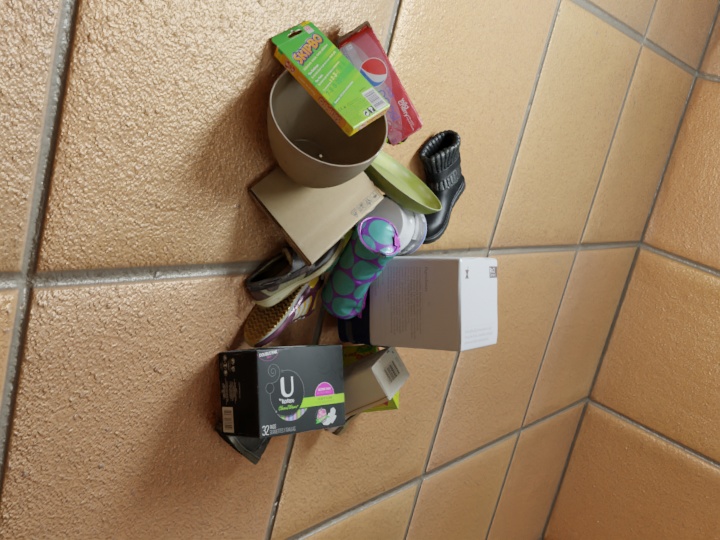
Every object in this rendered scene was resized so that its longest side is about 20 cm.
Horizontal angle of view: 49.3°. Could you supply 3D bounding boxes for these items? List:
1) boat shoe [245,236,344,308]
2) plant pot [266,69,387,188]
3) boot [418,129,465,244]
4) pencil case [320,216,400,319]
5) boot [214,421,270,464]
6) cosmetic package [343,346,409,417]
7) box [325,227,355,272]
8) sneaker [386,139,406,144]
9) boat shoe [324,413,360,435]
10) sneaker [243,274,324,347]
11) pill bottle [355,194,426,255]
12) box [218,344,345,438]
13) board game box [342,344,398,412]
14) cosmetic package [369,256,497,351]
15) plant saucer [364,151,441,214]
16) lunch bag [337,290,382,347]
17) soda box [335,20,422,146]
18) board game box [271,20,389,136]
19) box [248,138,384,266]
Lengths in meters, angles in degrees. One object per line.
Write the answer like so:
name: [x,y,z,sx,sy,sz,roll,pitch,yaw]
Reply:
boat shoe: [-0.115,-0.014,1.386,0.199,0.073,0.065,-41,134,-6]
plant pot: [-0.069,-0.214,1.287,0.199,0.201,0.135,-38,169,-35]
boot: [0.159,-0.181,1.688,0.214,0.078,0.159,-62,155,-26]
pencil case: [0.000,0.000,1.421,0.086,0.091,0.201,-74,-169,-46]
boot: [-0.177,0.256,1.493,0.201,0.072,0.183,-51,156,-13]
cosmetic package: [-0.013,0.227,1.518,0.074,0.198,0.103,58,36,-4]
box: [-0.060,-0.104,1.464,0.117,0.048,0.203,-45,138,-30]
sneaker: [0.037,-0.332,1.460,0.077,0.074,0.202,-83,158,-46]
boat shoe: [-0.034,0.271,1.644,0.202,0.067,0.075,-59,-162,32]
sneaker: [-0.131,0.074,1.446,0.201,0.074,0.091,-51,143,-19]
pill bottle: [0.059,-0.087,1.529,0.116,0.112,0.200,-69,166,5]
box: [-0.138,0.213,1.406,0.197,0.123,0.153,1,84,-43]
board game box: [0.013,0.238,1.711,0.202,0.099,0.048,66,21,-47]
cosmetic package: [0.139,0.058,1.488,0.163,0.196,0.170,-2,92,-56]
plant saucer: [0.068,-0.167,1.486,0.031,0.201,0.198,-51,150,19]
lunch bag: [0.030,0.082,1.619,0.198,0.130,0.140,-5,95,-56]
soda box: [0.034,-0.324,1.369,0.069,0.064,0.202,-29,118,8]
board game box: [-0.051,-0.310,1.252,0.095,0.201,0.030,-37,173,-36]
box: [-0.073,-0.131,1.356,0.200,0.164,0.021,-43,-176,-29]
